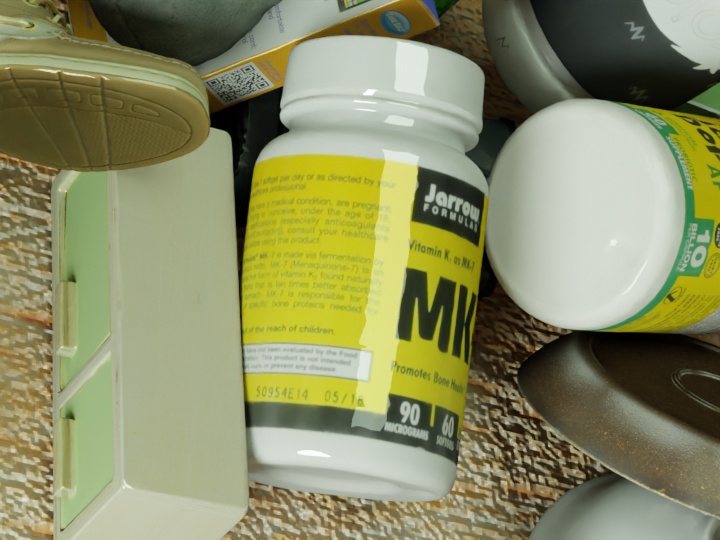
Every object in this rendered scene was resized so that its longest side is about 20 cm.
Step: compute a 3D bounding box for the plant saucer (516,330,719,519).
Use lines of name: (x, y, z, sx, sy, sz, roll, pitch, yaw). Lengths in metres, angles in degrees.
plant saucer: (0.176, 0.074, 1.397, 0.199, 0.032, 0.200, 20, 17, -6)

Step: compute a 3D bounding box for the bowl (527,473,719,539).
bowl: (0.181, 0.171, 1.373, 0.200, 0.090, 0.202, 17, 52, -23)

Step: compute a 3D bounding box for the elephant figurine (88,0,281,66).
elephant figurine: (-0.104, -0.190, 1.272, 0.200, 0.141, 0.156, 42, 29, -58)

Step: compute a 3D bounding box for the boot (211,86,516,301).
boot: (0.008, -0.082, 1.435, 0.162, 0.073, 0.199, 17, 60, -21)

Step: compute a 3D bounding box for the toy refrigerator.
toy refrigerator: (-0.101, 0.031, 1.285, 0.070, 0.076, 0.201, 13, 55, -27)

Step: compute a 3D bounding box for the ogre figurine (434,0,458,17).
ogre figurine: (0.041, -0.214, 1.527, 0.120, 0.098, 0.200, 50, 50, -2)

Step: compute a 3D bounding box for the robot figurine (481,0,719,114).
robot figurine: (0.153, -0.152, 1.432, 0.150, 0.200, 0.125, 47, 39, -15)

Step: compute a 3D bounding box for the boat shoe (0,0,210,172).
boat shoe: (-0.161, -0.093, 1.276, 0.199, 0.074, 0.067, 6, 53, 9)

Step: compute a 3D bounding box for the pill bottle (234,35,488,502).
pill bottle: (0.000, 0.000, 1.304, 0.114, 0.114, 0.201, 13, 78, -27)

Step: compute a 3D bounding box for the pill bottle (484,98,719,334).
pill bottle: (0.159, -0.024, 1.427, 0.200, 0.113, 0.113, 4, 57, -54)

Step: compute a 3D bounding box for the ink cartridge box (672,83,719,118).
ink cartridge box: (0.178, -0.133, 1.590, 0.103, 0.059, 0.201, 20, 52, -21)

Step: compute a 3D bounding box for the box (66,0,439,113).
box: (-0.047, -0.149, 1.371, 0.041, 0.199, 0.120, 48, 26, -60)
